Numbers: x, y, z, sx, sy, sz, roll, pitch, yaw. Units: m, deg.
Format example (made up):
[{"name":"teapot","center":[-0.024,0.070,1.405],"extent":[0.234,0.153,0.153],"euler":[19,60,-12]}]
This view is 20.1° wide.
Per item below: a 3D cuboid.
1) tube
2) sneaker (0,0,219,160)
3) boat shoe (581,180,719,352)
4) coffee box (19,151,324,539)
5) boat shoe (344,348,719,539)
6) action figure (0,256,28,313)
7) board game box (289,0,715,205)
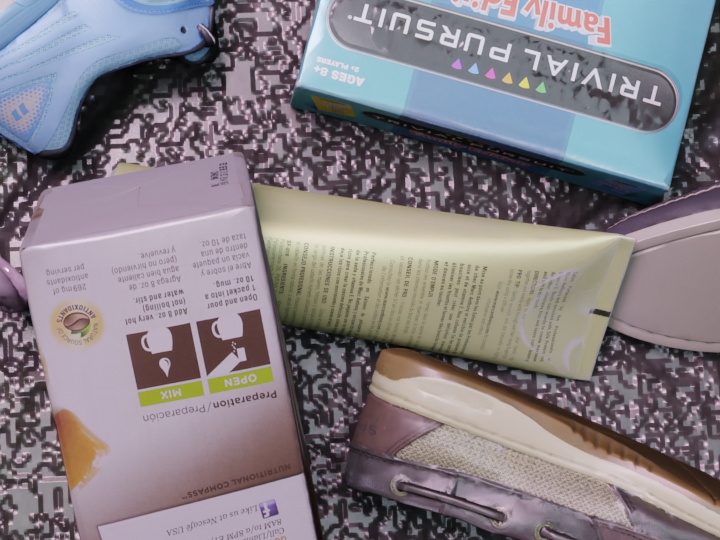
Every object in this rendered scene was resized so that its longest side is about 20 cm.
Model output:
[{"name":"tube","center":[0.000,0.000,0.781],"extent":[0.199,0.058,0.052],"euler":[9,84,-2]},{"name":"sneaker","center":[-0.079,-0.124,0.788],"extent":[0.200,0.078,0.090],"euler":[-45,108,-4]},{"name":"boat shoe","center":[0.181,-0.020,0.806],"extent":[0.199,0.073,0.063],"euler":[-11,42,0]},{"name":"coffee box","center":[-0.058,0.071,0.710],"extent":[0.079,0.114,0.201],"euler":[-11,102,-2]},{"name":"boat shoe","center":[0.088,0.094,0.776],"extent":[0.199,0.073,0.065],"euler":[25,94,1]},{"name":"action figure","center":[-0.216,-0.062,0.729],"extent":[0.148,0.134,0.201],"euler":[-15,89,-7]},{"name":"board game box","center":[0.070,-0.144,0.803],"extent":[0.150,0.047,0.201],"euler":[15,83,-3]}]
